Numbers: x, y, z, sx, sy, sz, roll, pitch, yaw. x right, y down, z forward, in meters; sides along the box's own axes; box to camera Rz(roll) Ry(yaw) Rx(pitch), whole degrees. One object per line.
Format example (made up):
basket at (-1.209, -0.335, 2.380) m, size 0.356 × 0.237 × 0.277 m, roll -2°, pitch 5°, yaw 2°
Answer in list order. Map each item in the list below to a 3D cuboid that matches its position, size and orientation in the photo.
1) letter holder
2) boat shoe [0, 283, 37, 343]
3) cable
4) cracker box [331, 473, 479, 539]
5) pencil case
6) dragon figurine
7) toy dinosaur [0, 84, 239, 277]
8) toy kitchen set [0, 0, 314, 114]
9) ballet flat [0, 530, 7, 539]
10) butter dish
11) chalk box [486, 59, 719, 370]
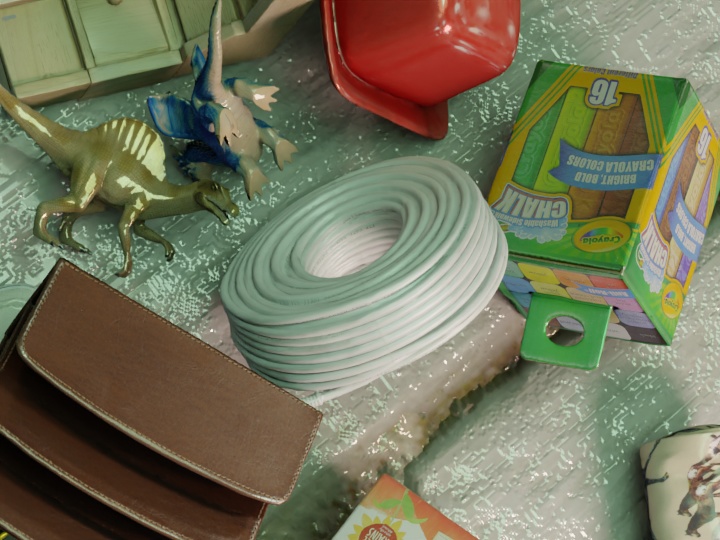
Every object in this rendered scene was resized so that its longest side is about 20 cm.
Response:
letter holder at (-0.148, 0.115, 1.600) m, size 0.199 × 0.101 × 0.143 m, roll 31°, pitch 51°, yaw -11°
boat shoe at (-0.277, 0.073, 1.653) m, size 0.202 × 0.086 × 0.075 m, roll -37°, pitch 91°, yaw -23°
cable at (0.000, 0.000, 1.711) m, size 0.199 × 0.200 × 0.069 m, roll -22°, pitch 120°, yaw 9°
cracker box at (0.010, 0.256, 1.690) m, size 0.134 × 0.058 × 0.200 m, roll 34°, pitch 74°, yaw 20°
pencil case at (0.254, 0.205, 1.812) m, size 0.089 × 0.078 × 0.202 m, roll -8°, pitch 79°, yaw 5°
dragon figurine at (-0.104, -0.111, 1.703) m, size 0.099 × 0.200 × 0.059 m, roll 28°, pitch 68°, yaw 34°
toy dinosaur at (-0.181, -0.062, 1.716) m, size 0.199 × 0.058 × 0.102 m, roll 26°, pitch 93°, yaw -1°
toy kitchen set at (-0.155, -0.227, 1.714) m, size 0.199 × 0.180 × 0.164 m, roll -15°, pitch 82°, yaw -21°
ballet flat at (-0.233, 0.140, 1.664) m, size 0.199 × 0.067 × 0.067 m, roll -30°, pitch 91°, yaw -22°
butter dish at (0.060, -0.210, 1.764) m, size 0.199 × 0.147 × 0.202 m, roll 17°, pitch 66°, yaw -62°
chalk box at (0.165, -0.029, 1.787) m, size 0.124 × 0.124 × 0.201 m, roll 9°, pitch 68°, yaw 28°
